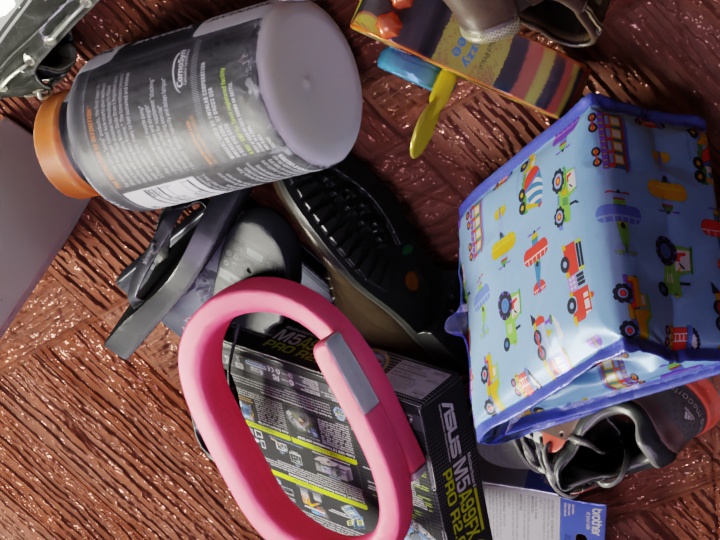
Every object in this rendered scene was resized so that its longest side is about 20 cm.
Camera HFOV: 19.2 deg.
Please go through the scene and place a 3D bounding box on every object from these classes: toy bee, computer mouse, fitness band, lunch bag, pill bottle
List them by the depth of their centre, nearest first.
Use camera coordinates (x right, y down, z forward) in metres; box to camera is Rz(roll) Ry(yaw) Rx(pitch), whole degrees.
[{"bbox_3d":[0.036,-0.128,1.191,0.200,0.109,0.131,2,97,-3],"label":"toy bee"},{"bbox_3d":[0.113,0.008,1.246,0.094,0.151,0.200,9,157,-35],"label":"lunch bag"},{"bbox_3d":[-0.107,-0.096,1.310,0.200,0.106,0.106,-11,126,34],"label":"pill bottle"},{"bbox_3d":[-0.038,0.099,1.355,0.143,0.037,0.200,-18,101,41],"label":"fitness band"},{"bbox_3d":[-0.074,0.042,1.394,0.059,0.034,0.200,31,126,20],"label":"computer mouse"}]

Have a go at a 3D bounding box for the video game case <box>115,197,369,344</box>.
[{"bbox_3d":[-0.056,0.038,1.482,0.200,0.019,0.143,40,136,-15],"label":"video game case"}]

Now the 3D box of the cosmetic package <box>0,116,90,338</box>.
[{"bbox_3d":[-0.265,0.007,1.419,0.085,0.200,0.108,33,140,-5],"label":"cosmetic package"}]

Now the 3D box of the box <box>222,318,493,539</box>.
[{"bbox_3d":[-0.007,0.121,1.428,0.200,0.044,0.160,15,129,41],"label":"box"}]

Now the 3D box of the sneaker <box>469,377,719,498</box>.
[{"bbox_3d":[0.124,0.098,1.297,0.077,0.082,0.200,51,144,-15],"label":"sneaker"}]

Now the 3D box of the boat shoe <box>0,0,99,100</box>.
[{"bbox_3d":[-0.215,-0.138,1.350,0.064,0.071,0.200,36,135,-9],"label":"boat shoe"}]

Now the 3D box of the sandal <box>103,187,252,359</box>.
[{"bbox_3d":[-0.131,-0.003,1.410,0.043,0.076,0.200,36,137,-7],"label":"sandal"}]

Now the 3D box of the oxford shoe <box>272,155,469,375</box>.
[{"bbox_3d":[0.000,0.000,1.379,0.084,0.073,0.200,-16,120,47],"label":"oxford shoe"}]

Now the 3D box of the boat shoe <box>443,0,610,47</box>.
[{"bbox_3d":[0.070,-0.155,1.103,0.075,0.075,0.202,3,178,43],"label":"boat shoe"}]

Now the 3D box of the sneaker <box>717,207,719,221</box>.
[{"bbox_3d":[0.194,0.039,1.313,0.199,0.080,0.130,-19,122,39],"label":"sneaker"}]

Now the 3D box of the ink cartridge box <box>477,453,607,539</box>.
[{"bbox_3d":[0.079,0.171,1.519,0.200,0.042,0.119,10,138,14],"label":"ink cartridge box"}]
